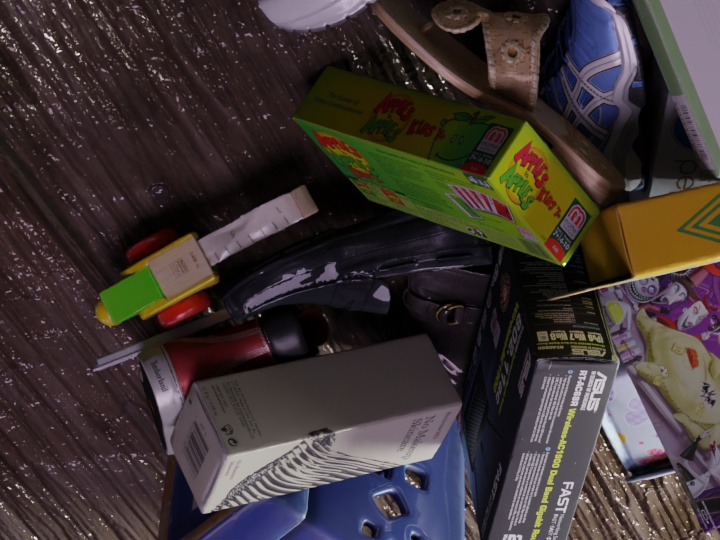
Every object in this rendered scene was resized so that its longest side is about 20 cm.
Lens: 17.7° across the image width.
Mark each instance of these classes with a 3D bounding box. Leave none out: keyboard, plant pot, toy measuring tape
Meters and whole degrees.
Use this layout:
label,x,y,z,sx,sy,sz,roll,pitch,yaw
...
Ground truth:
label,x,y,z,sx,sy,sz,roll,pitch,yaw
keyboard,-0.103,0.036,1.717,0.199,0.011,0.056,-21,175,4
plant pot,-0.046,0.191,1.811,0.179,0.201,0.200,32,129,-25
toy measuring tape,-0.109,-0.012,1.673,0.199,0.074,0.074,-28,133,21

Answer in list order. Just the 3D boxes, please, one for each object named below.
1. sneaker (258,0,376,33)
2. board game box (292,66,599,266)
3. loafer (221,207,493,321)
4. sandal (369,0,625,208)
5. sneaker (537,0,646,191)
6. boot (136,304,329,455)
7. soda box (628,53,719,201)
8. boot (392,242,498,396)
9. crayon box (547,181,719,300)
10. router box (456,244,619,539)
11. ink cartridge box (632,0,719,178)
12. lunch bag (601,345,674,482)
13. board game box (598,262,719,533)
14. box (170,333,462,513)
label,x,y,z,sx,sy,sz,roll,pitch,yaw
sneaker,0.007,-0.224,1.451,0.200,0.075,0.087,-34,113,27
board game box,0.055,-0.071,1.536,0.199,0.048,0.102,20,160,47
loafer,0.000,0.000,1.639,0.199,0.071,0.068,-21,180,-9
sandal,0.107,-0.134,1.501,0.211,0.078,0.070,40,110,-13
sneaker,0.151,-0.126,1.549,0.076,0.076,0.201,-4,134,4
boot,-0.093,0.077,1.749,0.143,0.073,0.200,-21,171,-10
soda box,0.232,-0.098,1.595,0.068,0.064,0.201,-1,139,-3
boot,0.109,0.045,1.746,0.199,0.070,0.175,8,137,-10
crayon box,0.224,-0.029,1.524,0.199,0.052,0.126,-13,178,-7
router box,0.123,0.087,1.651,0.062,0.150,0.201,2,129,-11
ink cartridge box,0.288,-0.164,1.479,0.199,0.048,0.146,-23,94,-2
lunch bag,0.265,0.084,1.757,0.169,0.128,0.200,-15,143,11
board game box,0.255,0.074,1.633,0.120,0.032,0.201,-25,94,19
box,-0.032,0.111,1.685,0.199,0.069,0.082,-11,148,-27
